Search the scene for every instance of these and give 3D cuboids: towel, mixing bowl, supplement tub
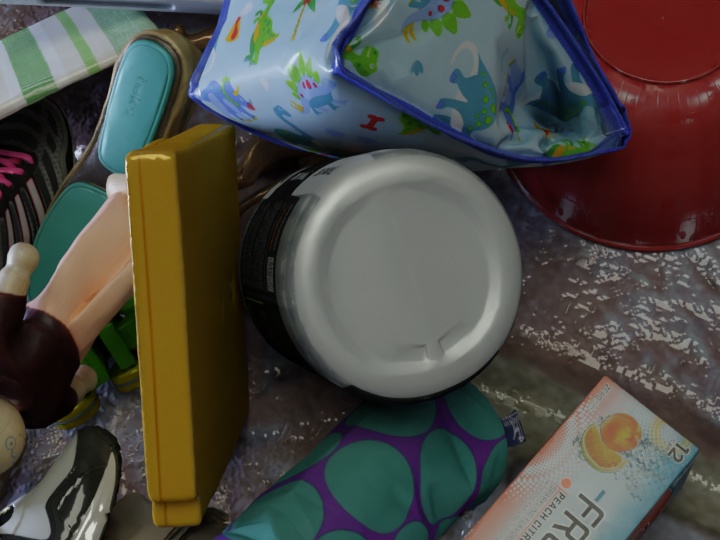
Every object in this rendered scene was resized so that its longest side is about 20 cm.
[{"bbox_3d":[-0.234,-0.127,0.850,0.198,0.024,0.153,-27,29,-8],"label":"towel"},{"bbox_3d":[0.184,-0.125,0.797,0.197,0.109,0.203,-2,64,4],"label":"mixing bowl"},{"bbox_3d":[0.000,0.000,0.691,0.121,0.200,0.125,-1,92,-15],"label":"supplement tub"}]

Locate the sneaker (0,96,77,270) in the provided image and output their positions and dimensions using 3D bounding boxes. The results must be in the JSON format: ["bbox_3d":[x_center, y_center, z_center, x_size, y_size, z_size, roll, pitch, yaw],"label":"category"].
[{"bbox_3d":[-0.240,-0.040,0.810,0.073,0.088,0.202,12,63,12],"label":"sneaker"}]

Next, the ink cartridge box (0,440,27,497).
[{"bbox_3d":[-0.304,0.153,0.707,0.163,0.075,0.202,18,79,16],"label":"ink cartridge box"}]

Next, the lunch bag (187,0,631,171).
[{"bbox_3d":[0.033,-0.113,0.727,0.169,0.199,0.129,6,73,57],"label":"lunch bag"}]

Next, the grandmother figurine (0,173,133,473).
[{"bbox_3d":[-0.164,0.036,0.676,0.060,0.122,0.201,8,50,29],"label":"grandmother figurine"}]

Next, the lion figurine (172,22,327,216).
[{"bbox_3d":[-0.057,-0.123,0.853,0.121,0.073,0.203,-10,77,-8],"label":"lion figurine"}]

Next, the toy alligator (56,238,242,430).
[{"bbox_3d":[-0.148,0.035,0.786,0.199,0.060,0.054,-34,24,-11],"label":"toy alligator"}]

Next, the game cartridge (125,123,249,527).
[{"bbox_3d":[-0.088,0.018,0.668,0.032,0.200,0.179,-2,99,3],"label":"game cartridge"}]

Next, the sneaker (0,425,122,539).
[{"bbox_3d":[-0.190,0.159,0.632,0.080,0.074,0.201,34,82,-8],"label":"sneaker"}]

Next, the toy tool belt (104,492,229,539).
[{"bbox_3d":[-0.097,0.210,0.639,0.121,0.126,0.201,12,37,5],"label":"toy tool belt"}]

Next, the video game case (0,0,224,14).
[{"bbox_3d":[-0.159,-0.267,0.848,0.179,0.022,0.203,3,72,-2],"label":"video game case"}]

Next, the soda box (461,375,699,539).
[{"bbox_3d":[0.095,0.157,0.689,0.068,0.064,0.200,38,74,21],"label":"soda box"}]

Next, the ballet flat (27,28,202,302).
[{"bbox_3d":[-0.147,-0.056,0.807,0.068,0.063,0.202,32,106,11],"label":"ballet flat"}]

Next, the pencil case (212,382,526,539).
[{"bbox_3d":[0.002,0.128,0.654,0.199,0.085,0.093,-35,100,-47],"label":"pencil case"}]
